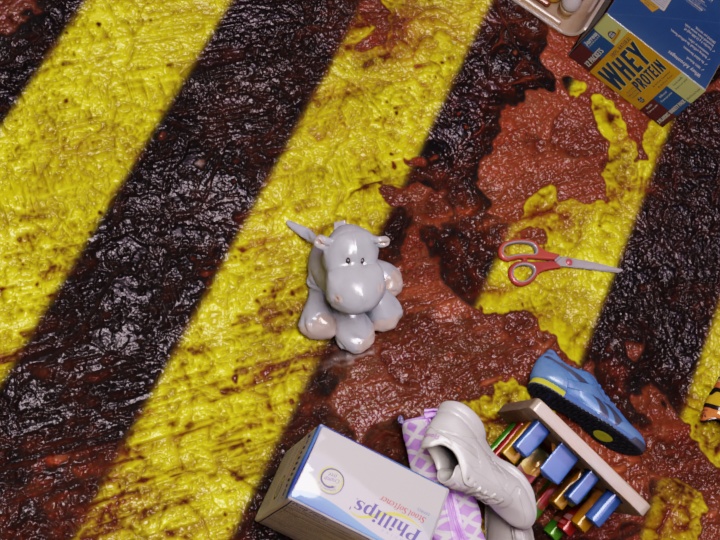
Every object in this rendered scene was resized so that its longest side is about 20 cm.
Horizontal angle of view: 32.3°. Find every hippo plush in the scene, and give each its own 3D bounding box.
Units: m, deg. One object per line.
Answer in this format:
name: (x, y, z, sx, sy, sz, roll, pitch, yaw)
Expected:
hippo plush: (0.000, 0.000, 1.685, 0.158, 0.161, 0.202, 0, 71, -17)

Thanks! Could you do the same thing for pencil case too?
pencil case: (0.113, 0.283, 1.663, 0.083, 0.086, 0.201, -11, 76, -15)

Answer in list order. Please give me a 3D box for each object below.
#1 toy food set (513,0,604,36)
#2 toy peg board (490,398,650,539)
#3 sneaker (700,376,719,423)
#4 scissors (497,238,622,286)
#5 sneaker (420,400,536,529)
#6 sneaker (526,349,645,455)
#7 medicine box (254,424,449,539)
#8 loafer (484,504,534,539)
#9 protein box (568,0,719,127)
toy food set: (0.307, -0.485, 2.008, 0.199, 0.060, 0.144, 34, 65, -1)
toy peg board: (0.254, 0.278, 1.659, 0.200, 0.199, 0.098, 43, 80, 1)
sneaker: (0.592, 0.246, 1.847, 0.200, 0.070, 0.090, 37, 79, -2)
scissors: (0.301, -0.020, 1.869, 0.198, 0.014, 0.074, -7, 72, -18)
sneaker: (0.147, 0.268, 1.607, 0.200, 0.075, 0.100, 51, 50, -9)
sneaker: (0.333, 0.186, 1.780, 0.199, 0.066, 0.079, 35, 61, -3)
medicine box: (-0.014, 0.294, 1.554, 0.181, 0.200, 0.103, 27, 65, -7)
loafer: (0.194, 0.391, 1.657, 0.069, 0.070, 0.202, 1, 71, -35)
protein box: (0.479, -0.383, 1.989, 0.198, 0.135, 0.201, 36, 65, -3)
